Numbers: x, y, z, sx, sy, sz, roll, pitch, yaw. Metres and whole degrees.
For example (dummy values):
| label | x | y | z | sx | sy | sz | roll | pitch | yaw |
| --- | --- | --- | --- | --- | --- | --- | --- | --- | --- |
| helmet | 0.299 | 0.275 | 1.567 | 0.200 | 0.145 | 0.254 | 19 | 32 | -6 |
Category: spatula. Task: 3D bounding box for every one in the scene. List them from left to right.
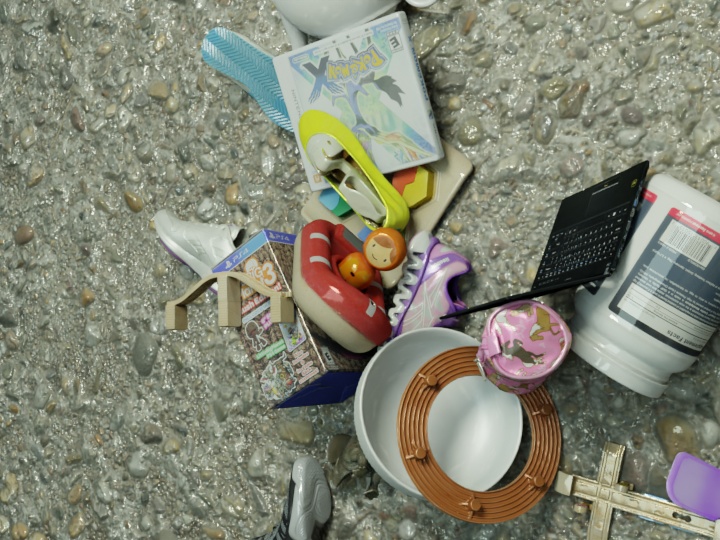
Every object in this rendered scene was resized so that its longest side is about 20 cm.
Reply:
| label | x | y | z | sx | sy | sz | roll | pitch | yaw |
| --- | --- | --- | --- | --- | --- | --- | --- | --- | --- |
| spatula | 0.413 | 0.248 | 0.954 | 0.199 | 0.021 | 0.057 | 20 | 71 | 28 |

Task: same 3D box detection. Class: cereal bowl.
| label | x | y | z | sx | sy | sz | roll | pitch | yaw |
| --- | --- | --- | --- | --- | --- | --- | --- | --- | --- |
| cereal bowl | 0.083 | 0.172 | 1.096 | 0.083 | 0.199 | 0.201 | 129 | 127 | -65 |

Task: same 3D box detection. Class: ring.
| label | x | y | z | sx | sy | sz | roll | pitch | yaw |
| --- | --- | --- | --- | --- | --- | --- | --- | --- | --- |
| ring | 0.137 | 0.181 | 1.055 | 0.019 | 0.199 | 0.202 | 132 | 125 | -65 |

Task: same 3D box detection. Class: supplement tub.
| label | x | y | z | sx | sy | sz | roll | pitch | yaw |
| --- | --- | --- | --- | --- | --- | --- | --- | --- | --- |
| supplement tub | 0.312 | 0.015 | 0.973 | 0.140 | 0.140 | 0.201 | 37 | 105 | 28 |

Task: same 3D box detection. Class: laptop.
| label | x | y | z | sx | sy | sz | roll | pitch | yaw |
| --- | --- | --- | --- | --- | --- | --- | --- | --- | --- |
| laptop | 0.190 | -0.027 | 0.990 | 0.201 | 0.103 | 0.177 | -68 | 13 | -15 |

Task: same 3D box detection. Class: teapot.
| label | x | y | z | sx | sy | sz | roll | pitch | yaw |
| --- | --- | --- | --- | --- | --- | --- | --- | --- | --- |
| teapot | -0.013 | -0.361 | 1.204 | 0.197 | 0.200 | 0.147 | -34 | 108 | -10 |

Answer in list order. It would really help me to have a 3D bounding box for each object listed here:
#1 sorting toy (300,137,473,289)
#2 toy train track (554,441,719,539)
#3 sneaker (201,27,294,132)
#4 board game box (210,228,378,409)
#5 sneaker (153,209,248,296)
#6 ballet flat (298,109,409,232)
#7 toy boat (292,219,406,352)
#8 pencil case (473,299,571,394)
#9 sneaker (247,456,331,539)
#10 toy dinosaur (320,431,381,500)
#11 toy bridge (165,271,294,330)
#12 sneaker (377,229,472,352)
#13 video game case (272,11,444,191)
| label | x | y | z | sx | sy | sz | roll | pitch | yaw |
| --- | --- | --- | --- | --- | --- | --- | --- | --- | --- |
| sorting toy | 0.026 | -0.105 | 1.221 | 0.185 | 0.036 | 0.200 | 42 | 107 | 27 |
| toy train track | 0.305 | 0.257 | 1.020 | 0.199 | 0.032 | 0.115 | 11 | 92 | 31 |
| sneaker | -0.126 | -0.267 | 1.310 | 0.200 | 0.081 | 0.077 | 42 | 106 | 7 |
| board game box | -0.074 | 0.063 | 1.196 | 0.097 | 0.159 | 0.201 | -35 | 70 | 24 |
| sneaker | -0.216 | -0.038 | 1.355 | 0.200 | 0.075 | 0.100 | 39 | 92 | 24 |
| ballet flat | -0.018 | -0.123 | 1.166 | 0.200 | 0.067 | 0.067 | 49 | 125 | 9 |
| toy boat | 0.000 | 0.000 | 1.112 | 0.131 | 0.130 | 0.200 | -40 | 27 | 20 |
| pencil case | 0.166 | 0.082 | 0.976 | 0.083 | 0.200 | 0.087 | 42 | 85 | 12 |
| sneaker | -0.103 | 0.344 | 1.236 | 0.113 | 0.075 | 0.201 | -1 | 89 | 29 |
| toy dinosaur | 0.028 | 0.216 | 1.167 | 0.199 | 0.077 | 0.103 | -33 | 36 | 11 |
| toy bridge | -0.160 | 0.035 | 1.140 | 0.199 | 0.027 | 0.068 | -6 | 83 | 35 |
| sneaker | 0.082 | 0.056 | 1.155 | 0.088 | 0.080 | 0.201 | 19 | 100 | 13 |
| video game case | -0.006 | -0.207 | 1.183 | 0.199 | 0.022 | 0.183 | -11 | 101 | 33 |
